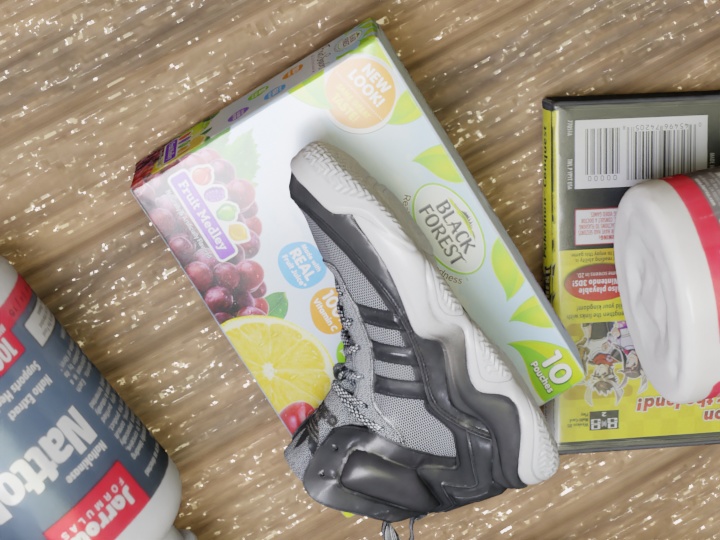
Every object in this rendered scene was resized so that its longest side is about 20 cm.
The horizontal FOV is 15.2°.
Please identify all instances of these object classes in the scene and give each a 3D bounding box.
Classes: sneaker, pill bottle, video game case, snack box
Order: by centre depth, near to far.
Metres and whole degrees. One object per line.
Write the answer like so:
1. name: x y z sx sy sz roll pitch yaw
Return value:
1. sneaker: 0.001 0.043 1.262 0.114 0.076 0.200 -34 108 5
2. pill bottle: -0.155 0.103 1.280 0.119 0.120 0.200 -39 105 -3
3. snack box: 0.000 0.000 1.317 0.142 0.053 0.200 -31 105 6
4. pill bottle: 0.233 -0.007 1.320 0.199 0.111 0.111 -11 102 -11
5. video game case: 0.190 -0.002 1.383 0.199 0.025 0.182 -3 100 -12
